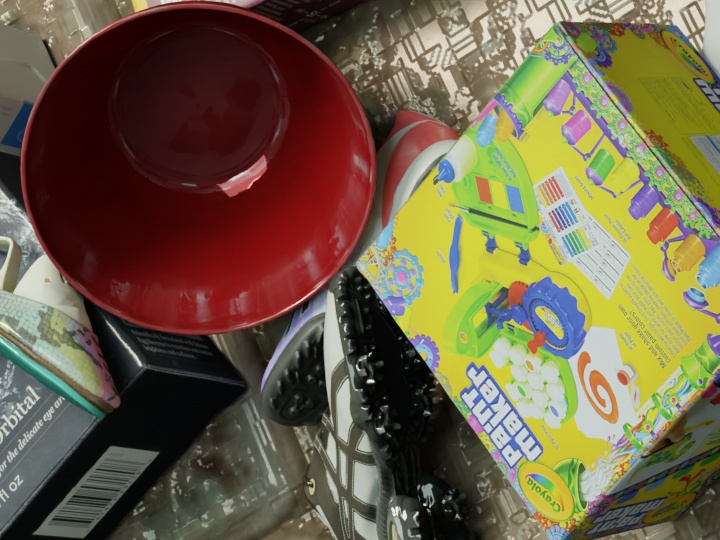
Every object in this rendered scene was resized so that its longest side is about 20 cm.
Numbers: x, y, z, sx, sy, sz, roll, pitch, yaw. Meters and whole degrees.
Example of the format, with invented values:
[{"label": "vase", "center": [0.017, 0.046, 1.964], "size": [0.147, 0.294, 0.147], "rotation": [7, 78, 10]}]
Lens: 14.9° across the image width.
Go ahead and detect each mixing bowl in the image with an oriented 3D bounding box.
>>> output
[{"label": "mixing bowl", "center": [-0.094, -0.075, 1.585], "size": [0.199, 0.109, 0.201], "rotation": [-2, 114, -4]}]

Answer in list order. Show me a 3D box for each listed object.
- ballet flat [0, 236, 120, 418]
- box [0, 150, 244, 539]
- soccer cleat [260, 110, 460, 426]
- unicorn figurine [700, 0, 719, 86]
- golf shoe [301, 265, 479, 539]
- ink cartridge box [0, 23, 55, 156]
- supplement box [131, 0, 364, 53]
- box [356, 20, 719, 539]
[{"label": "ballet flat", "center": [-0.208, 0.017, 1.587], "size": [0.199, 0.069, 0.071], "rotation": [23, 73, 29]}, {"label": "box", "center": [-0.215, 0.065, 1.680], "size": [0.197, 0.117, 0.200], "rotation": [-48, 63, 14]}, {"label": "soccer cleat", "center": [0.000, 0.000, 1.612], "size": [0.201, 0.068, 0.073], "rotation": [-57, 40, 14]}, {"label": "unicorn figurine", "center": [0.219, -0.147, 1.499], "size": [0.137, 0.074, 0.201], "rotation": [15, 96, 39]}, {"label": "golf shoe", "center": [-0.002, 0.099, 1.566], "size": [0.094, 0.078, 0.201], "rotation": [-10, 95, 37]}, {"label": "ink cartridge box", "center": [-0.294, -0.078, 1.742], "size": [0.200, 0.116, 0.068], "rotation": [-34, 69, 21]}, {"label": "supplement box", "center": [-0.041, -0.209, 1.639], "size": [0.199, 0.086, 0.111], "rotation": [-23, 76, 24]}, {"label": "box", "center": [0.137, 0.005, 1.473], "size": [0.193, 0.122, 0.200], "rotation": [-49, 64, 30]}]
